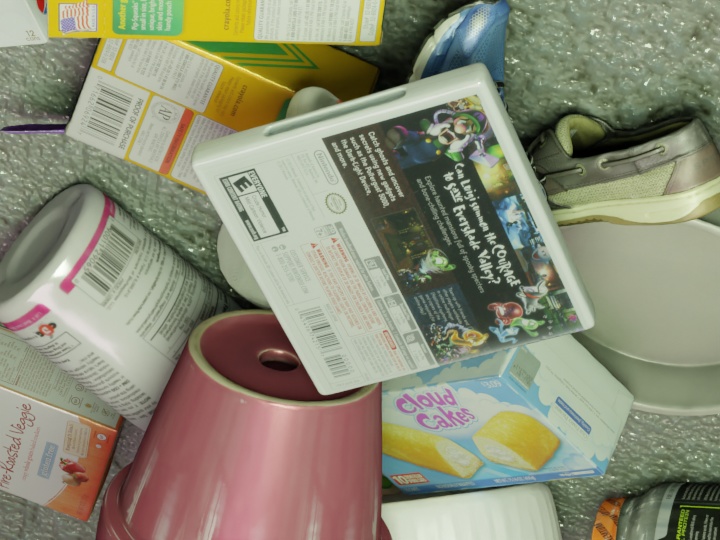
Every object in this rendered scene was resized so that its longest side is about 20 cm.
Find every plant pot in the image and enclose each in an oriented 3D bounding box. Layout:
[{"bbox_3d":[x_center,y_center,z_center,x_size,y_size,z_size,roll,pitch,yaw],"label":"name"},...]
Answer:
[{"bbox_3d":[-0.065,0.133,1.593,0.199,0.200,0.180,15,116,5],"label":"plant pot"}]

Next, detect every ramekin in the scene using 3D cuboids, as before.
[{"bbox_3d":[0.054,0.209,1.760,0.199,0.098,0.200,-8,176,0],"label":"ramekin"}]

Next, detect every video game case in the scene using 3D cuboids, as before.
[{"bbox_3d":[0.022,-0.019,1.437,0.181,0.023,0.200,-15,129,17],"label":"video game case"}]

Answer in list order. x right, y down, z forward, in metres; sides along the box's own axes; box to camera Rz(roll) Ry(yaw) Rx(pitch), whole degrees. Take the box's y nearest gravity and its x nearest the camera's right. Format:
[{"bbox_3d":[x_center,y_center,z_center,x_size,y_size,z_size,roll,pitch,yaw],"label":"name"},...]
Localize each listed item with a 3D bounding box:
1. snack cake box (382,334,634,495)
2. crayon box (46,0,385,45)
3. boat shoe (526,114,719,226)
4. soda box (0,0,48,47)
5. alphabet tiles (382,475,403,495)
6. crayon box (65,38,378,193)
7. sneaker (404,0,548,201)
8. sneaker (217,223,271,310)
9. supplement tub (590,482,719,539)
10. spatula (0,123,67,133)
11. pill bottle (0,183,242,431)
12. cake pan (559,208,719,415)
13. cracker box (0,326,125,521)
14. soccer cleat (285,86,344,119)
[{"bbox_3d":[0.072,0.088,1.666,0.115,0.067,0.199,42,148,-28],"label":"snack cake box"},{"bbox_3d":[-0.082,-0.193,1.413,0.199,0.052,0.126,0,141,-6],"label":"crayon box"},{"bbox_3d":[0.138,-0.065,1.508,0.200,0.072,0.066,0,112,40],"label":"boat shoe"},{"bbox_3d":[-0.285,-0.181,1.540,0.199,0.064,0.068,-3,136,23],"label":"soda box"},{"bbox_3d":[-0.012,0.098,1.798,0.167,0.008,0.200,-24,124,40],"label":"alphabet tiles"},{"bbox_3d":[-0.075,-0.100,1.547,0.199,0.052,0.126,24,140,-5],"label":"crayon box"},{"bbox_3d":[0.077,-0.071,1.472,0.089,0.079,0.201,16,119,25],"label":"sneaker"},{"bbox_3d":[0.000,0.000,1.640,0.199,0.076,0.088,9,179,29],"label":"sneaker"},{"bbox_3d":[0.269,0.213,1.728,0.199,0.123,0.123,2,138,21],"label":"supplement tub"},{"bbox_3d":[-0.139,-0.077,1.621,0.199,0.057,0.021,15,97,-5],"label":"spatula"},{"bbox_3d":[-0.151,0.042,1.703,0.200,0.114,0.113,40,136,-23],"label":"pill bottle"},{"bbox_3d":[0.197,0.018,1.598,0.199,0.037,0.201,12,140,10],"label":"cake pan"},{"bbox_3d":[-0.282,0.105,1.874,0.199,0.058,0.134,21,140,-2],"label":"cracker box"},{"bbox_3d":[-0.022,-0.031,1.501,0.077,0.070,0.200,2,139,22],"label":"soccer cleat"}]
